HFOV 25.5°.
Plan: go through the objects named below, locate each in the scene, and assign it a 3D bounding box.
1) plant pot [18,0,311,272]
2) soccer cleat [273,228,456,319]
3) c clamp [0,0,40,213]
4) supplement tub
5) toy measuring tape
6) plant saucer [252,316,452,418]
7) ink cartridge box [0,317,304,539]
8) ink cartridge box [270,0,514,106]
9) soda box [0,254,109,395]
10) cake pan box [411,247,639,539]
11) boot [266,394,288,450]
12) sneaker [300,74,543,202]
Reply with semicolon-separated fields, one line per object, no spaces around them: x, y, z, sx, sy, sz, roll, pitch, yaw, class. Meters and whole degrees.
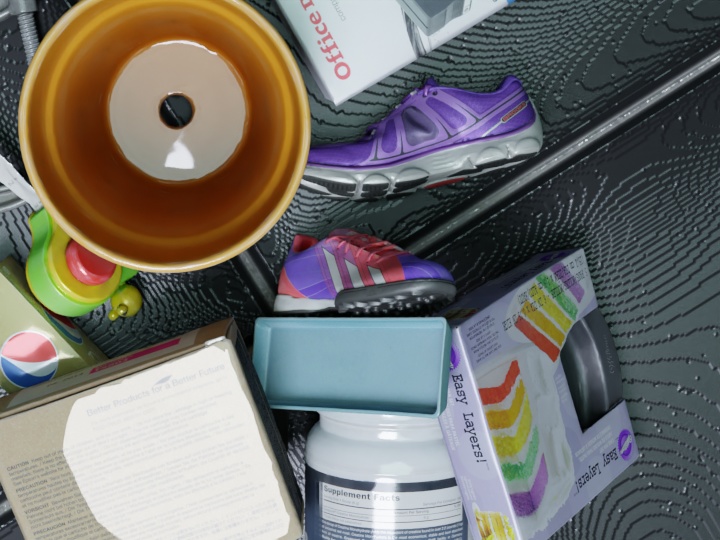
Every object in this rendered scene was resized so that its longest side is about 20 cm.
-0.138;-0.111;1.166;0.198;0.183;0.202;-1;98;-4;plant pot
0.000;0.000;1.193;0.068;0.199;0.074;12;79;-33;soccer cleat
-0.272;-0.145;1.231;0.169;0.027;0.202;-6;100;-1;c clamp
0.025;0.188;1.243;0.139;0.140;0.202;0;98;-3;supplement tub
-0.248;-0.024;1.215;0.200;0.074;0.074;41;94;-21;toy measuring tape
-0.009;0.070;1.170;0.019;0.199;0.071;11;81;-45;plant saucer
-0.159;0.146;1.188;0.198;0.075;0.166;-18;101;4;ink cartridge box
0.028;-0.236;1.207;0.199;0.084;0.145;-31;99;2;ink cartridge box
-0.233;0.085;1.248;0.064;0.068;0.200;-42;99;4;soda box
0.134;0.097;1.225;0.052;0.199;0.186;-7;102;39;cake pan box
-0.102;0.192;1.282;0.075;0.074;0.202;3;95;15;boot
0.041;-0.105;1.245;0.198;0.081;0.084;-14;83;-9;sneaker
